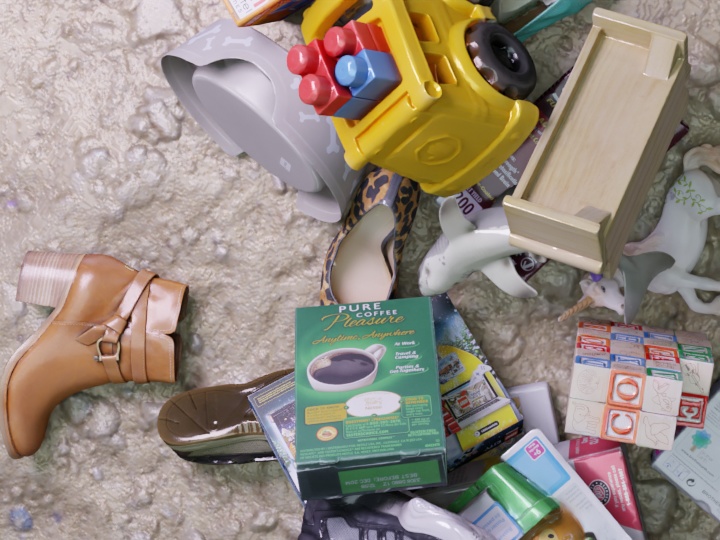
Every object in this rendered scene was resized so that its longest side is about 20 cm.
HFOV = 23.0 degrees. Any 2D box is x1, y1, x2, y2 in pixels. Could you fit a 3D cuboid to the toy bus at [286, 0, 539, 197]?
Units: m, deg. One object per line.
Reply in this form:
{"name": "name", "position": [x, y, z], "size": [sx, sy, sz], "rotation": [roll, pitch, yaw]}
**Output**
{"name": "toy bus", "position": [0.019, -0.173, 1.394], "size": [0.136, 0.191, 0.201], "rotation": [-40, 58, 37]}

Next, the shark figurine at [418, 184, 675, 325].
{"name": "shark figurine", "position": [0.146, -0.035, 1.461], "size": [0.213, 0.090, 0.129], "rotation": [2, 133, 19]}

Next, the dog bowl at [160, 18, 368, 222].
{"name": "dog bowl", "position": [-0.074, -0.129, 1.481], "size": [0.200, 0.200, 0.059], "rotation": [41, 79, -1]}

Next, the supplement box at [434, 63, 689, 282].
{"name": "supplement box", "position": [0.172, -0.092, 1.516], "size": [0.200, 0.061, 0.109], "rotation": [-44, 91, 11]}

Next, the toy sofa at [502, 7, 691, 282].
{"name": "toy sofa", "position": [0.191, -0.098, 1.408], "size": [0.082, 0.098, 0.201], "rotation": [19, 70, 20]}

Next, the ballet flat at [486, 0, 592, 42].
{"name": "ballet flat", "position": [0.112, -0.215, 1.494], "size": [0.199, 0.070, 0.068], "rotation": [-34, 58, 10]}

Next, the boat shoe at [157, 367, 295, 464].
{"name": "boat shoe", "position": [-0.079, 0.134, 1.587], "size": [0.198, 0.065, 0.074], "rotation": [-4, 60, 8]}

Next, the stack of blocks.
{"name": "stack of blocks", "position": [0.232, 0.092, 1.468], "size": [0.114, 0.200, 0.059], "rotation": [8, 100, 7]}

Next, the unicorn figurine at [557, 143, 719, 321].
{"name": "unicorn figurine", "position": [0.275, -0.016, 1.516], "size": [0.137, 0.074, 0.201], "rotation": [25, 88, 12]}

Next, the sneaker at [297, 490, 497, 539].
{"name": "sneaker", "position": [0.023, 0.232, 1.402], "size": [0.199, 0.075, 0.114], "rotation": [21, 85, 40]}

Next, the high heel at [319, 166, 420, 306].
{"name": "high heel", "position": [0.000, 0.000, 1.512], "size": [0.071, 0.143, 0.201], "rotation": [20, 102, 2]}

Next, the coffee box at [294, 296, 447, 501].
{"name": "coffee box", "position": [0.007, 0.100, 1.444], "size": [0.122, 0.201, 0.044], "rotation": [-7, 126, 1]}

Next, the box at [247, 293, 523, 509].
{"name": "box", "position": [0.022, 0.124, 1.524], "size": [0.199, 0.038, 0.137], "rotation": [-27, 66, -9]}

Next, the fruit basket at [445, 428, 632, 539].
{"name": "fruit basket", "position": [0.138, 0.263, 1.442], "size": [0.185, 0.094, 0.200], "rotation": [-42, 71, 11]}

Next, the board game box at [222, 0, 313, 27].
{"name": "board game box", "position": [-0.049, -0.336, 1.434], "size": [0.199, 0.200, 0.201], "rotation": [-30, 94, 12]}

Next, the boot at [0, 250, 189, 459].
{"name": "boot", "position": [-0.240, 0.086, 1.604], "size": [0.154, 0.077, 0.202], "rotation": [11, 94, 2]}

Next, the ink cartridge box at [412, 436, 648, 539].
{"name": "ink cartridge box", "position": [0.147, 0.234, 1.541], "size": [0.199, 0.083, 0.146], "rotation": [-13, 97, 9]}

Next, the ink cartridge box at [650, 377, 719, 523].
{"name": "ink cartridge box", "position": [0.361, 0.130, 1.539], "size": [0.119, 0.042, 0.200], "rotation": [40, 105, 0]}

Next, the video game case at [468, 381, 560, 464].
{"name": "video game case", "position": [0.089, 0.206, 1.597], "size": [0.199, 0.023, 0.183], "rotation": [-11, 98, 10]}
